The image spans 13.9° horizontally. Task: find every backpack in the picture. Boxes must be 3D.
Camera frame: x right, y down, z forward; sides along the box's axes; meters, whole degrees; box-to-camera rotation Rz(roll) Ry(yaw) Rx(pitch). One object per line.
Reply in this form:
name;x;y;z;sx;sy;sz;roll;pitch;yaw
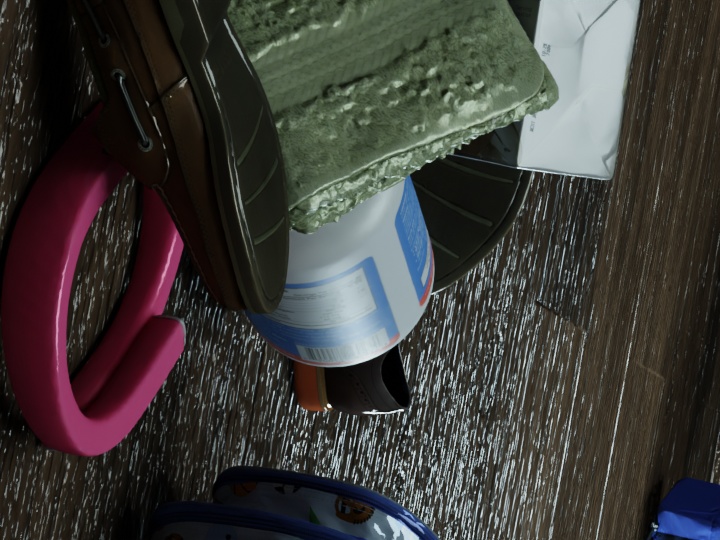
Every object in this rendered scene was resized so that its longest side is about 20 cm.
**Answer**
backpack;0.378;0.350;3.192;0.162;0.167;0.201;-22;124;-65
backpack;-0.032;0.189;1.550;0.191;0.199;0.155;53;43;-61

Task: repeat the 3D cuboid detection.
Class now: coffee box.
coffee box;0.048;-0.121;1.595;0.079;0.199;0.115;4;97;-43

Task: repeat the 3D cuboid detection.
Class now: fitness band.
fitness band;-0.118;0.001;1.388;0.200;0.037;0.144;-60;155;-56

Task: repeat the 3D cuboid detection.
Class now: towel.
towel;-0.005;-0.110;1.446;0.200;0.149;0.037;-28;168;-34

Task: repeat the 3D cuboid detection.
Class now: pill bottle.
pill bottle;-0.027;-0.034;1.547;0.200;0.112;0.113;71;32;-65

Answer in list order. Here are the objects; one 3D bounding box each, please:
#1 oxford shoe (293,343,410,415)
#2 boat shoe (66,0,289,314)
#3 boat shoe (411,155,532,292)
oxford shoe;0.000;0.000;1.750;0.071;0.072;0.201;-63;157;-48
boat shoe;-0.084;-0.073;1.333;0.072;0.068;0.201;-58;137;-65
boat shoe;0.073;-0.074;1.704;0.201;0.072;0.068;-59;180;3
